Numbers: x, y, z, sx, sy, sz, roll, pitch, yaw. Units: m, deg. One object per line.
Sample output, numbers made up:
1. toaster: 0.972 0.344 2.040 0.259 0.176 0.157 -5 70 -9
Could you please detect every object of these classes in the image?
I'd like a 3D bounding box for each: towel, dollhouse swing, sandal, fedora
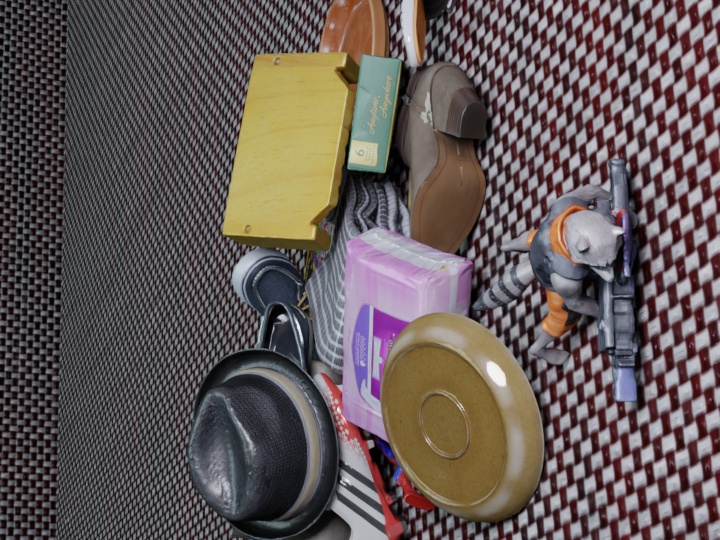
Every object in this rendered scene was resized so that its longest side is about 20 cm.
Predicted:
1. towel: 0.000 0.000 1.707 0.200 0.085 0.166 -102 24 -64
2. dollhouse swing: -0.044 -0.116 1.748 0.181 0.176 0.201 4 81 37
3. sandal: 0.077 -0.291 1.660 0.079 0.059 0.207 75 -166 -52
4. fedora: -0.117 0.183 1.629 0.200 0.092 0.201 2 95 29

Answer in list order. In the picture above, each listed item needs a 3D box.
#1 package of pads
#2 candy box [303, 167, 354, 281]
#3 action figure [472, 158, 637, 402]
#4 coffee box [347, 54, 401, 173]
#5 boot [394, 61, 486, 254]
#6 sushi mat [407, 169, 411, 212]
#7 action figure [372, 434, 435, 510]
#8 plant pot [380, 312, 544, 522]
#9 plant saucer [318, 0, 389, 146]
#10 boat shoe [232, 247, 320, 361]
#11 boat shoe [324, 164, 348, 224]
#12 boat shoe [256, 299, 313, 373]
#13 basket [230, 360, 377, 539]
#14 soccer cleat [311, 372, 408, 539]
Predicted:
1. package of pads: 0.044 0.068 1.549 0.120 0.076 0.201 24 122 42
2. candy box: -0.036 -0.027 1.945 0.102 0.026 0.201 -145 62 -63
3. action figure: 0.166 0.017 1.291 0.194 0.104 0.201 118 154 -65
4. coffee box: 0.018 -0.170 1.715 0.200 0.044 0.123 -67 -14 -84
5. boot: 0.072 -0.112 1.616 0.146 0.070 0.200 39 112 64
6. sushi mat: 0.068 -0.019 1.682 0.096 0.012 0.201 166 109 -70
7. action figure: 0.049 0.179 1.634 0.200 0.052 0.066 -125 50 -67
8. plant pot: 0.083 0.138 1.453 0.200 0.027 0.201 20 118 43
9. plant saucer: -0.008 -0.248 1.917 0.200 0.032 0.201 -175 90 -69
10. boat shoe: -0.070 0.047 1.822 0.071 0.200 0.091 -46 56 -3
11. boat shoe: -0.071 -0.124 1.919 0.200 0.067 0.074 59 138 47
12. boat shoe: -0.083 0.130 1.700 0.062 0.075 0.201 42 -129 -67
13. basket: -0.050 0.207 1.768 0.180 0.136 0.201 -1 76 36
14. soccer cleat: -0.020 0.206 1.663 0.069 0.085 0.200 135 112 -86
